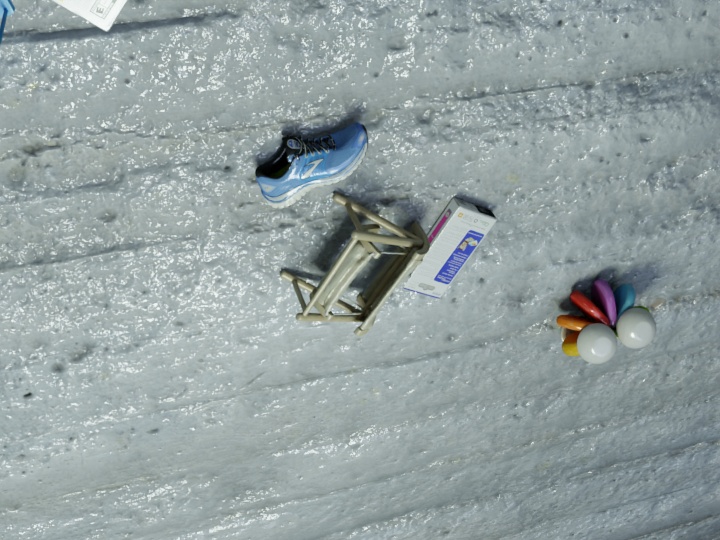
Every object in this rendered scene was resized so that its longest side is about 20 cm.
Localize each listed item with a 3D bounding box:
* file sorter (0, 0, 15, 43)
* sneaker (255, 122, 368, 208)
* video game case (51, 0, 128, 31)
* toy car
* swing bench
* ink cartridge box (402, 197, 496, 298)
[{"bbox_3d":[-0.545,-0.317,1.069,0.198,0.123,0.139,-18,134,1],"label":"file sorter"},{"bbox_3d":[-0.079,-0.179,1.422,0.199,0.079,0.089,-30,136,5],"label":"sneaker"},{"bbox_3d":[-0.351,-0.430,1.133,0.181,0.023,0.200,25,117,-36],"label":"video game case"},{"bbox_3d":[0.503,0.096,1.862,0.199,0.175,0.151,-20,97,-4],"label":"toy car"},{"bbox_3d":[0.000,0.000,1.573,0.199,0.130,0.199,18,120,-34],"label":"swing bench"},{"bbox_3d":[0.162,-0.039,1.670,0.094,0.037,0.201,15,119,-33],"label":"ink cartridge box"}]
